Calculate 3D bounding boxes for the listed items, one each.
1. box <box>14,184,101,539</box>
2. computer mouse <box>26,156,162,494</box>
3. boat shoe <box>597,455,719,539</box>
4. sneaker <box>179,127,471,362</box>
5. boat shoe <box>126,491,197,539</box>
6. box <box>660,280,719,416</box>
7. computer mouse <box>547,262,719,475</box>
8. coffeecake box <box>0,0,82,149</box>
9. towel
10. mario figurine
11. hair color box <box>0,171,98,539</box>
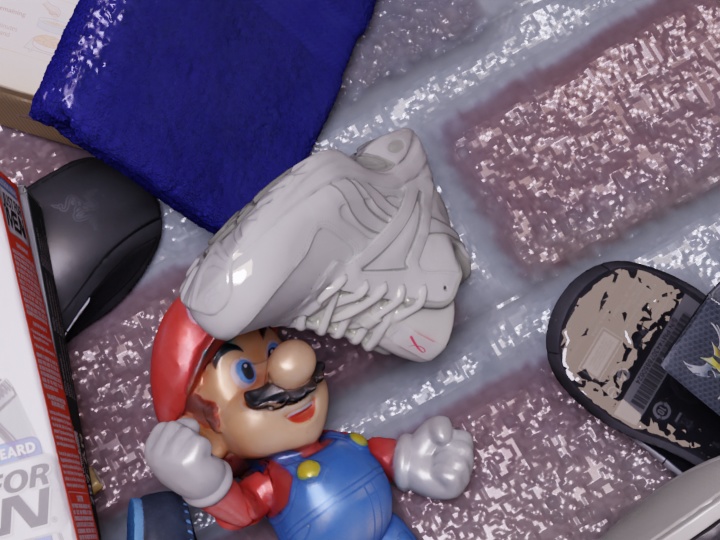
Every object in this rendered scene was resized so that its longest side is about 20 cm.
[{"bbox_3d":[-0.205,0.077,0.777,0.159,0.044,0.202,-11,82,-3],"label":"box"},{"bbox_3d":[-0.158,0.042,0.824,0.200,0.046,0.141,-41,77,-8],"label":"computer mouse"},{"bbox_3d":[0.108,0.152,0.744,0.200,0.074,0.060,-43,88,23],"label":"boat shoe"},{"bbox_3d":[0.000,0.000,0.766,0.078,0.200,0.100,-40,85,32],"label":"sneaker"},{"bbox_3d":[-0.061,0.195,0.777,0.068,0.084,0.202,-10,92,-8],"label":"boat shoe"},{"bbox_3d":[0.242,0.029,0.756,0.157,0.051,0.200,40,44,13],"label":"box"},{"bbox_3d":[0.162,0.094,0.797,0.199,0.046,0.141,27,83,4],"label":"computer mouse"},{"bbox_3d":[-0.165,-0.178,0.864,0.152,0.073,0.201,16,77,10],"label":"coffeecake box"},{"bbox_3d":[-0.064,-0.126,0.830,0.049,0.147,0.201,7,68,48],"label":"towel"},{"bbox_3d":[-0.017,0.086,0.773,0.106,0.123,0.200,-40,82,9],"label":"mario figurine"},{"bbox_3d":[-0.179,0.067,0.725,0.110,0.064,0.202,-15,81,-2],"label":"hair color box"}]
